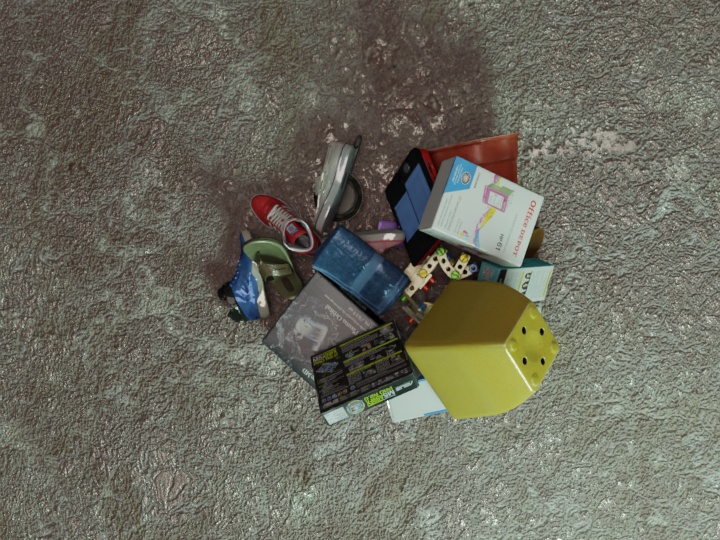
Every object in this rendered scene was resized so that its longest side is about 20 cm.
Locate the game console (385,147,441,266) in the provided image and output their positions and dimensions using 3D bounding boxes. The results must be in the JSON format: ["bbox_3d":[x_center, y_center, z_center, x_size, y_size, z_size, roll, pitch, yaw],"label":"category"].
[{"bbox_3d":[0.119,-0.134,1.394,0.031,0.177,0.203,-4,63,-31],"label":"game console"}]

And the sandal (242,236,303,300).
[{"bbox_3d":[-0.182,0.001,1.441,0.079,0.058,0.202,-21,131,17],"label":"sandal"}]

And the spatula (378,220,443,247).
[{"bbox_3d":[0.137,-0.076,1.485,0.196,0.021,0.058,5,90,4],"label":"spatula"}]

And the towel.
[{"bbox_3d":[0.000,0.000,1.406,0.199,0.049,0.112,37,113,-9],"label":"towel"}]

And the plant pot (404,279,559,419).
[{"bbox_3d":[0.242,0.142,1.215,0.195,0.198,0.197,-48,113,-32],"label":"plant pot"}]

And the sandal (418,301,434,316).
[{"bbox_3d":[0.221,0.113,1.457,0.207,0.070,0.079,10,92,4],"label":"sandal"}]

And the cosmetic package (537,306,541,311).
[{"bbox_3d":[0.283,0.116,1.408,0.197,0.071,0.104,7,91,-27],"label":"cosmetic package"}]

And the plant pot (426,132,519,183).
[{"bbox_3d":[0.252,-0.174,1.399,0.197,0.201,0.199,-10,98,5],"label":"plant pot"}]

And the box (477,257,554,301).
[{"bbox_3d":[0.322,0.023,1.386,0.049,0.198,0.084,29,113,43],"label":"box"}]

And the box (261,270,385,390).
[{"bbox_3d":[-0.076,0.137,1.460,0.196,0.117,0.201,40,95,3],"label":"box"}]

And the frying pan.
[{"bbox_3d":[-0.051,-0.204,1.493,0.112,0.031,0.194,-1,88,5],"label":"frying pan"}]

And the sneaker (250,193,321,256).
[{"bbox_3d":[-0.169,-0.105,1.464,0.199,0.112,0.072,37,93,3],"label":"sneaker"}]

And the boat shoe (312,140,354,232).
[{"bbox_3d":[-0.073,-0.186,1.450,0.065,0.072,0.204,18,91,10],"label":"boat shoe"}]

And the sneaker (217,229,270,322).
[{"bbox_3d":[-0.275,0.016,1.492,0.109,0.077,0.204,-12,96,-5],"label":"sneaker"}]

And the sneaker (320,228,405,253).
[{"bbox_3d":[0.011,-0.032,1.459,0.196,0.075,0.107,-6,98,22],"label":"sneaker"}]

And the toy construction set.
[{"bbox_3d":[0.154,0.026,1.453,0.131,0.092,0.201,40,82,8],"label":"toy construction set"}]

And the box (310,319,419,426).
[{"bbox_3d":[0.004,0.201,1.322,0.197,0.161,0.045,-24,127,4],"label":"box"}]

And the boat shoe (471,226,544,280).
[{"bbox_3d":[0.317,-0.027,1.442,0.200,0.070,0.071,-45,132,-14],"label":"boat shoe"}]

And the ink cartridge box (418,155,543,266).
[{"bbox_3d":[0.231,-0.109,1.264,0.197,0.085,0.147,22,86,-14],"label":"ink cartridge box"}]

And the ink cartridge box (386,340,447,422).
[{"bbox_3d":[0.125,0.221,1.397,0.144,0.200,0.087,-13,105,5],"label":"ink cartridge box"}]
